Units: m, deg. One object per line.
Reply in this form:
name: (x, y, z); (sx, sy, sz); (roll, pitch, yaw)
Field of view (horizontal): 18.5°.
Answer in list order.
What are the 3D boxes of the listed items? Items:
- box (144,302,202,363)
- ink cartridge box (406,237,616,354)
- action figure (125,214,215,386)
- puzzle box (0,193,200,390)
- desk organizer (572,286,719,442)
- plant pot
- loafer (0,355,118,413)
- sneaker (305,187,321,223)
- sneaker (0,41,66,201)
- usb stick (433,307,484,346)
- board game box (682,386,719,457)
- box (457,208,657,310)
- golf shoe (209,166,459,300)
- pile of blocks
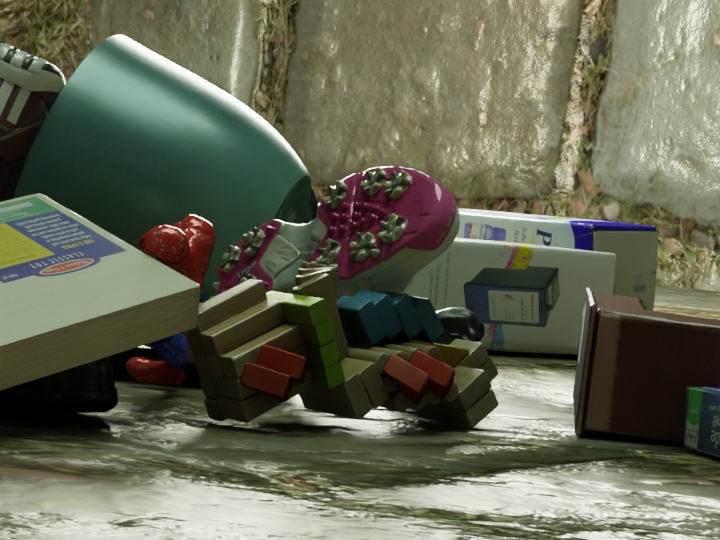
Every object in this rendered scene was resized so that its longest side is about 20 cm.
box: (-0.129, 0.027, 1.356); (0.199, 0.021, 0.163); (20, 4, 2)
ink cartridge box: (0.086, 0.017, 1.774); (0.199, 0.088, 0.145); (6, 1, -18)
action figure: (-0.105, 0.013, 1.173); (0.051, 0.066, 0.200); (19, -18, -4)
puzzle box: (-0.191, 0.016, 1.038); (0.200, 0.026, 0.133); (-17, 33, -41)
desk organizer: (0.166, 0.054, 1.281); (0.077, 0.072, 0.200); (7, 3, 5)
plant pot: (-0.129, -0.040, 1.517); (0.160, 0.201, 0.201); (22, 5, 9)
loafer: (-0.169, 0.031, 1.121); (0.072, 0.073, 0.200); (5, 3, -25)
sneaker: (-0.058, -0.023, 1.765); (0.077, 0.141, 0.200); (5, 2, -11)
sneaker: (-0.246, -0.067, 1.503); (0.075, 0.116, 0.200); (20, -19, 7)
usb stick: (0.044, 0.047, 1.327); (0.055, 0.033, 0.200); (-18, -5, -1)
board game box: (0.267, 0.087, 1.102); (0.135, 0.035, 0.200); (3, 3, -19)
box: (0.167, -0.002, 2.160); (0.199, 0.105, 0.184); (7, 4, 27)
golf shoe: (0.000, 0.000, 1.249); (0.091, 0.076, 0.200); (32, -32, -27)
pile of blocks: (0.005, 0.040, 1.146); (0.199, 0.083, 0.062); (3, 3, -40)
